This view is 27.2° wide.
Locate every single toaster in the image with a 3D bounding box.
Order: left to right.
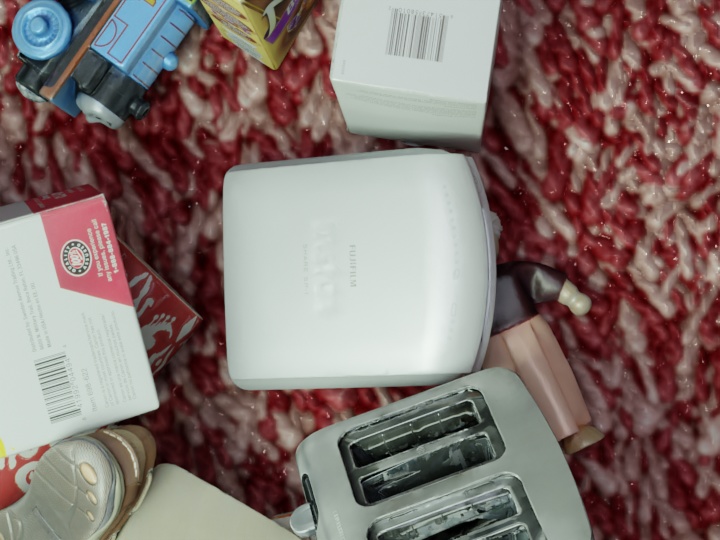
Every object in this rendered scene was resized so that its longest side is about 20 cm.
[{"bbox_3d":[0.064,0.179,0.949,0.198,0.119,0.182,-19,41,-1],"label":"toaster"}]

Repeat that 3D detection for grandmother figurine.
[{"bbox_3d":[0.110,0.040,1.083,0.120,0.061,0.202,-25,86,-7],"label":"grandmother figurine"}]

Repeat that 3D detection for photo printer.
[{"bbox_3d":[0.000,0.000,1.059,0.198,0.069,0.168,-3,87,24],"label":"photo printer"}]

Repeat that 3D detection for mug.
[{"bbox_3d":[-0.234,0.057,1.069,0.177,0.133,0.200,44,86,-3],"label":"mug"}]

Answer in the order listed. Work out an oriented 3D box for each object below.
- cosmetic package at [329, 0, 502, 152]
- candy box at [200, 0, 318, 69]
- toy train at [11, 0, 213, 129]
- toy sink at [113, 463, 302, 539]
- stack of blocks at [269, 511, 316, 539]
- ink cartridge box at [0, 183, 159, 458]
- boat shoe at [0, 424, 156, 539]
[{"bbox_3d":[0.040,-0.143,1.032,0.106,0.200,0.086,8,87,2],"label":"cosmetic package"},{"bbox_3d":[-0.062,-0.223,1.046,0.056,0.200,0.117,31,88,7],"label":"candy box"},{"bbox_3d":[-0.172,-0.197,1.107,0.114,0.087,0.201,34,88,9],"label":"toy train"},{"bbox_3d":[-0.141,0.254,1.006,0.130,0.112,0.201,32,60,-13],"label":"toy sink"},{"bbox_3d":[0.041,0.218,1.071,0.198,0.059,0.117,-10,84,3],"label":"stack of blocks"},{"bbox_3d":[-0.246,0.041,0.950,0.198,0.083,0.147,-16,105,-15],"label":"ink cartridge box"},{"bbox_3d":[-0.192,0.166,0.982,0.076,0.072,0.200,54,131,7],"label":"boat shoe"}]
